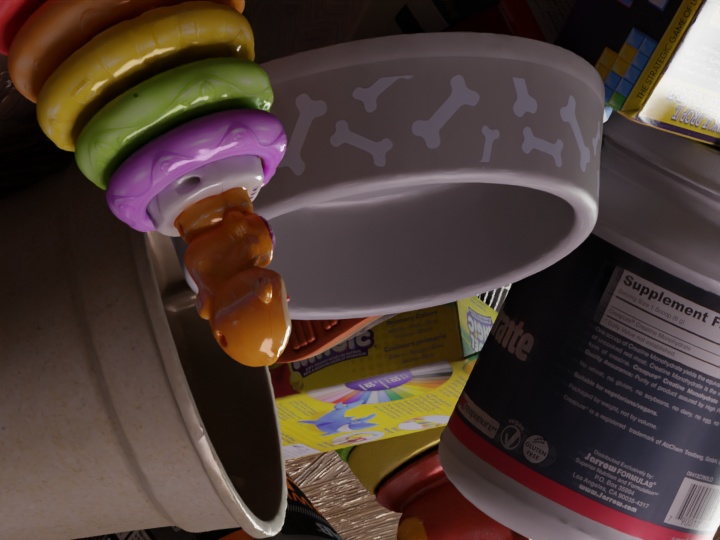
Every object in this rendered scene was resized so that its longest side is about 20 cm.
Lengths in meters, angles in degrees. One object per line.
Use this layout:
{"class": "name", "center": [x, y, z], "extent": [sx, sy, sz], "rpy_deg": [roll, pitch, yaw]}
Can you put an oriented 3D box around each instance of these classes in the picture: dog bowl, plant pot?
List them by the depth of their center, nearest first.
{"class": "dog bowl", "center": [0.009, -0.034, 1.215], "extent": [0.199, 0.059, 0.200], "rpy_deg": [-7, 162, -2]}
{"class": "plant pot", "center": [-0.151, 0.048, 1.309], "extent": [0.183, 0.201, 0.200], "rpy_deg": [-17, 165, 9]}

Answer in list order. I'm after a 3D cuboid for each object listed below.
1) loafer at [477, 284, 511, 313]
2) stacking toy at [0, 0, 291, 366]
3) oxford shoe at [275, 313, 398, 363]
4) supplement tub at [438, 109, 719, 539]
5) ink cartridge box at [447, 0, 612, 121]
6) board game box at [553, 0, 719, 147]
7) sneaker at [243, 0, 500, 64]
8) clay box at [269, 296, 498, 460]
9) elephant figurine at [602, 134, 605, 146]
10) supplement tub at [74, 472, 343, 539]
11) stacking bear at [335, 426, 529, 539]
{"class": "loafer", "center": [0.018, -0.020, 1.512], "extent": [0.200, 0.067, 0.076], "rpy_deg": [35, 82, -54]}
{"class": "stacking toy", "center": [-0.070, -0.055, 1.054], "extent": [0.109, 0.200, 0.116], "rpy_deg": [-18, 161, -25]}
{"class": "oxford shoe", "center": [0.000, 0.000, 1.397], "extent": [0.200, 0.072, 0.073], "rpy_deg": [-15, 177, 38]}
{"class": "supplement tub", "center": [0.136, 0.034, 1.379], "extent": [0.140, 0.140, 0.201], "rpy_deg": [9, 108, -63]}
{"class": "ink cartridge box", "center": [0.052, -0.099, 1.336], "extent": [0.116, 0.067, 0.200], "rpy_deg": [-36, 161, 31]}
{"class": "board game box", "center": [0.180, -0.140, 1.306], "extent": [0.166, 0.057, 0.200], "rpy_deg": [-60, 154, 11]}
{"class": "sneaker", "center": [0.017, -0.116, 1.209], "extent": [0.084, 0.075, 0.200], "rpy_deg": [-2, 153, -34]}
{"class": "clay box", "center": [0.003, 0.053, 1.512], "extent": [0.199, 0.048, 0.115], "rpy_deg": [-14, 160, 17]}
{"class": "elephant figurine", "center": [0.126, -0.014, 1.627], "extent": [0.141, 0.156, 0.200], "rpy_deg": [27, 164, -27]}
{"class": "supplement tub", "center": [-0.069, 0.151, 1.394], "extent": [0.122, 0.200, 0.123], "rpy_deg": [-16, 126, -23]}
{"class": "stacking bear", "center": [0.034, 0.092, 1.657], "extent": [0.113, 0.200, 0.121], "rpy_deg": [-12, 159, -39]}
